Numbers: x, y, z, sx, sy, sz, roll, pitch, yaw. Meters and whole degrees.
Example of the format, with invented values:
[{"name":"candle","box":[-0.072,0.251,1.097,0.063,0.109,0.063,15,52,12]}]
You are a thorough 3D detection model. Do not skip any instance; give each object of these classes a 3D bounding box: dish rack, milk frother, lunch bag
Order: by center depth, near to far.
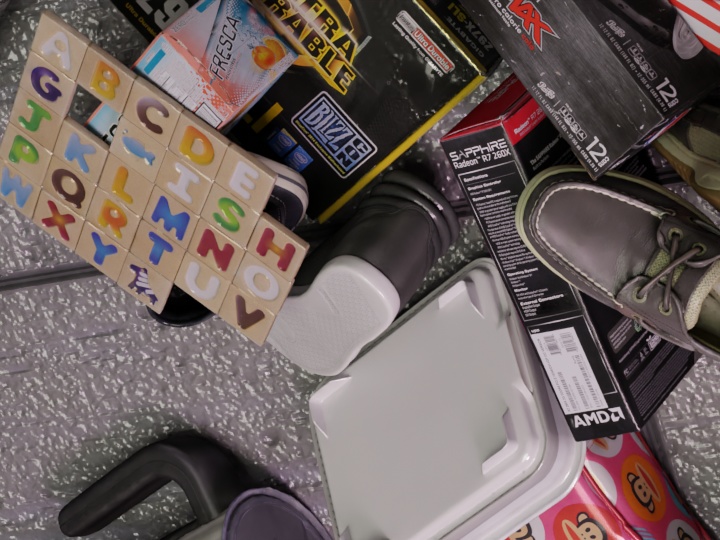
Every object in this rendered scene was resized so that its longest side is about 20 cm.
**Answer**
[{"name":"dish rack","box":[0.041,0.094,1.598,0.043,0.172,0.200,19,135,-39]},{"name":"lunch bag","box":[0.117,0.175,1.651,0.176,0.082,0.200,-31,97,37]},{"name":"milk frother","box":[-0.146,0.224,1.720,0.188,0.200,0.181,-33,95,33]}]

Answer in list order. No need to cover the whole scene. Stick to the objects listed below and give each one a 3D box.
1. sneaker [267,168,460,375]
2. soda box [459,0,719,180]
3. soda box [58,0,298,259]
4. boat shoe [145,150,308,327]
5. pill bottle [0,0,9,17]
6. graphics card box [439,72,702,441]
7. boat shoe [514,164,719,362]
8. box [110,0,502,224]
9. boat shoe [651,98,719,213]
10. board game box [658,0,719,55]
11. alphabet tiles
[{"name":"sneaker","box":[0.000,0.000,1.622,0.071,0.099,0.200,44,155,-7]},{"name":"soda box","box":[0.102,-0.154,1.423,0.200,0.063,0.071,53,138,4]},{"name":"soda box","box":[-0.118,-0.087,1.569,0.064,0.068,0.200,47,141,-1]},{"name":"boat shoe","box":[-0.085,-0.017,1.602,0.074,0.063,0.200,21,154,-14]},{"name":"pill bottle","box":[-0.270,-0.181,1.619,0.114,0.114,0.200,36,124,3]},{"name":"graphics card box","box":[0.128,-0.019,1.513,0.051,0.125,0.201,-15,109,37]},{"name":"boat shoe","box":[0.179,0.004,1.429,0.200,0.066,0.072,29,94,-10]},{"name":"box","box":[-0.035,-0.150,1.569,0.200,0.049,0.160,48,126,-4]},{"name":"boat shoe","box":[0.209,-0.061,1.434,0.073,0.200,0.065,40,97,-16]},{"name":"board game box","box":[0.178,-0.213,1.411,0.200,0.046,0.152,34,126,24]},{"name":"alphabet tiles","box":[-0.124,-0.042,1.552,0.200,0.008,0.167,36,140,8]}]
